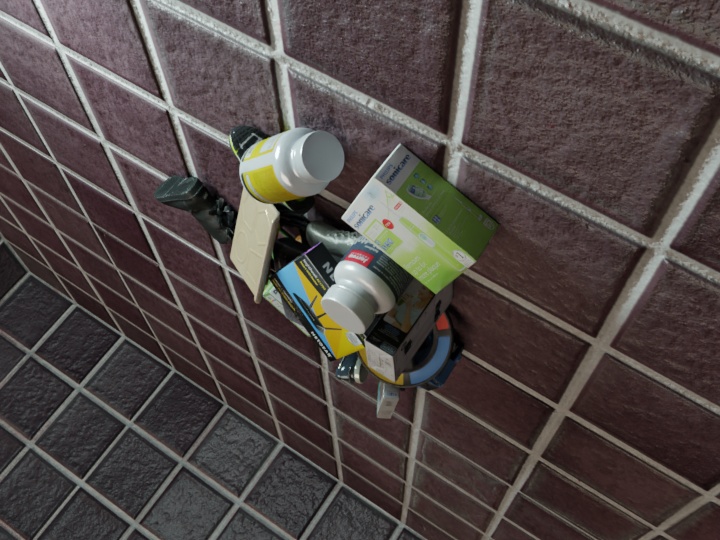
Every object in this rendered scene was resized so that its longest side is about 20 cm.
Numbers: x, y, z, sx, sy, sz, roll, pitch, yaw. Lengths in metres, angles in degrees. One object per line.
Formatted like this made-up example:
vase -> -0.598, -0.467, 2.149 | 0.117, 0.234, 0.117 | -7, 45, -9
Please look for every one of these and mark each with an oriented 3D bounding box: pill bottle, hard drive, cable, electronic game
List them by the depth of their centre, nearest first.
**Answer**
pill bottle -> -0.113, -0.175, 1.332 | 0.112, 0.112, 0.200 | 48, 155, -23
pill bottle -> 0.026, 0.002, 1.351 | 0.119, 0.200, 0.120 | 30, 155, 15
electronic game -> 0.082, 0.126, 1.537 | 0.199, 0.201, 0.042 | 31, -169, 14
hard drive -> -0.103, 0.032, 1.557 | 0.134, 0.042, 0.201 | 22, 136, 31
cable -> -0.146, -0.046, 1.618 | 0.200, 0.051, 0.163 | 42, 121, 1

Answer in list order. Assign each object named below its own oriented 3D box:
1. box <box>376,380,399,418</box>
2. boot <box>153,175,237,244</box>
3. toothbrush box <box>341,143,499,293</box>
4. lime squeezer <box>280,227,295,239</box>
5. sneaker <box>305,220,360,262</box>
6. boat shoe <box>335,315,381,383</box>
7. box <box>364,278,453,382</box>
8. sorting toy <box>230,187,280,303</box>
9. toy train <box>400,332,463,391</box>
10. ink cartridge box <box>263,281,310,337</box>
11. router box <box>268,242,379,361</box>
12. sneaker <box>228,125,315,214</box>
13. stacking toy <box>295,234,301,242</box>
box -> 0.060, 0.191, 1.664 | 0.036, 0.201, 0.145 | 6, 154, -2
boot -> -0.365, -0.136, 1.812 | 0.198, 0.074, 0.163 | 6, 145, 49
toothbrush box -> 0.091, -0.076, 1.248 | 0.200, 0.086, 0.146 | 40, 150, -3
lime squeezer -> -0.182, -0.121, 1.638 | 0.070, 0.038, 0.200 | -6, 140, 14
sneaker -> -0.014, -0.051, 1.495 | 0.199, 0.076, 0.092 | 33, 135, 18
boat shoe -> 0.002, 0.146, 1.643 | 0.061, 0.201, 0.075 | 5, 142, 19
box -> 0.089, 0.085, 1.415 | 0.060, 0.200, 0.117 | 29, 157, 20
sorting toy -> -0.198, -0.063, 1.531 | 0.200, 0.036, 0.186 | 54, 135, 51
toy train -> 0.132, 0.192, 1.653 | 0.087, 0.114, 0.200 | 40, 156, -5
ink cartridge box -> -0.148, 0.045, 1.790 | 0.200, 0.104, 0.059 | 43, 155, -11
router box -> -0.063, 0.061, 1.462 | 0.200, 0.051, 0.149 | 53, 143, -5
sneaker -> -0.173, -0.180, 1.463 | 0.200, 0.074, 0.081 | 50, 157, -22
stacking toy -> -0.091, 0.013, 1.688 | 0.116, 0.110, 0.201 | 6, 127, 48
